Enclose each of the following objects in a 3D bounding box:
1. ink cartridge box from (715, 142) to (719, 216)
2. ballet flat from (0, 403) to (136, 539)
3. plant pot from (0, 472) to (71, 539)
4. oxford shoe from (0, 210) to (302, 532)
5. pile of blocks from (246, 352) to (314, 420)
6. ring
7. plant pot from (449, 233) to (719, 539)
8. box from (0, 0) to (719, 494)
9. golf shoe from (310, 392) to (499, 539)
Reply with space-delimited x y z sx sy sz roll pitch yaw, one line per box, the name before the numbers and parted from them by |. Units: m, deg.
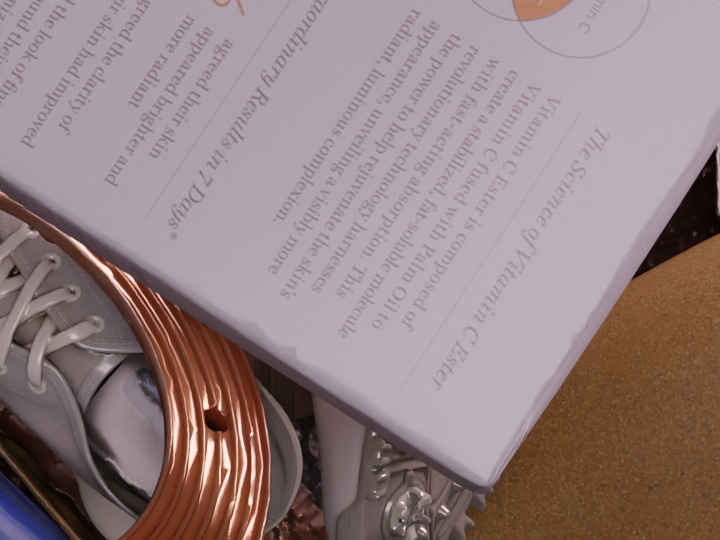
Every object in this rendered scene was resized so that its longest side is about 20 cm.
ink cartridge box | 0.154 -0.119 0.813 0.095 0.037 0.200 -2 88 -27
ballet flat | -0.102 0.040 0.780 0.069 0.063 0.200 -40 94 1
plant pot | -0.211 0.102 0.709 0.200 0.180 0.200 40 85 -6
oxford shoe | -0.101 0.013 0.723 0.200 0.058 0.075 41 95 4
pile of blocks | -0.056 -0.036 0.771 0.082 0.062 0.200 -41 128 -36
ring | -0.114 0.030 0.635 0.200 0.200 0.019 38 129 -6
plant pot | 0.124 0.070 0.767 0.200 0.186 0.187 -15 92 10
box | -0.009 -0.055 0.617 0.200 0.106 0.152 33 85 5
golf shoe | 0.000 0.000 0.720 0.097 0.078 0.200 2 82 32
